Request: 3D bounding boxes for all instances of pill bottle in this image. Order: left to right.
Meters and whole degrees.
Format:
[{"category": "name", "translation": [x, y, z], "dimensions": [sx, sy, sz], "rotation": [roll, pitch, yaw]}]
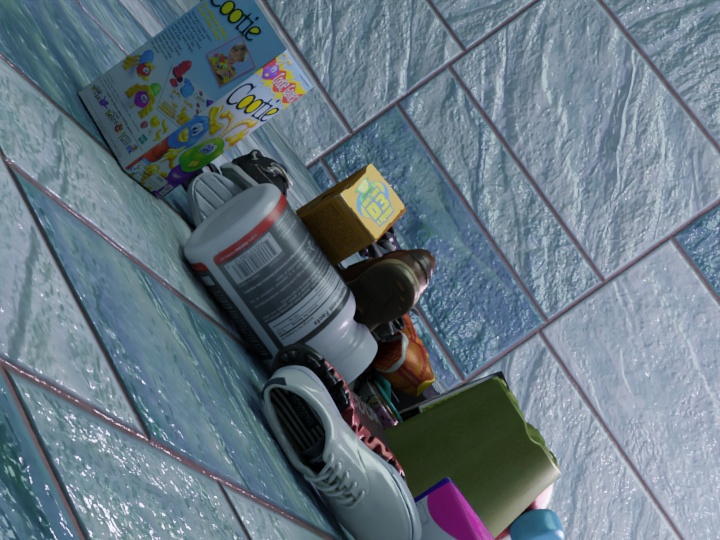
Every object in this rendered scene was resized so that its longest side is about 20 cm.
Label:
[{"category": "pill bottle", "translation": [-0.076, 0.024, 1.505], "dimensions": [0.201, 0.115, 0.116], "rotation": [55, 4, -18]}]

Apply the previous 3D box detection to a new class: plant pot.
[{"category": "plant pot", "translation": [0.101, 0.212, 1.574], "dimensions": [0.201, 0.189, 0.200], "rotation": [54, 5, -7]}]

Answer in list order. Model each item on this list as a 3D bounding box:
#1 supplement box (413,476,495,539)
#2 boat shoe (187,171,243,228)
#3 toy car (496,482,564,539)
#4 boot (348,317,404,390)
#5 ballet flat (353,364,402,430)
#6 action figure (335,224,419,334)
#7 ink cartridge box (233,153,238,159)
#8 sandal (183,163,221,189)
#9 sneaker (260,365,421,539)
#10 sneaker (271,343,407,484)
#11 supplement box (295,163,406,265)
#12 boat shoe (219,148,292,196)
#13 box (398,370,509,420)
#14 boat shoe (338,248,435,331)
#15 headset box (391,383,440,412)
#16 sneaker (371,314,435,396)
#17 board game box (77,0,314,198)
[{"category": "supplement box", "translation": [0.086, 0.294, 1.349], "dimensions": [0.104, 0.101, 0.200], "rotation": [54, 5, -23]}, {"category": "boat shoe", "translation": [-0.129, -0.016, 1.665], "dimensions": [0.201, 0.072, 0.062], "rotation": [55, -30, -5]}, {"category": "toy car", "translation": [0.110, 0.242, 1.744], "dimensions": [0.199, 0.176, 0.186], "rotation": [33, 30, -45]}, {"category": "boot", "translation": [-0.008, 0.089, 1.685], "dimensions": [0.068, 0.130, 0.200], "rotation": [52, 5, -22]}, {"category": "ballet flat", "translation": [0.006, 0.155, 1.746], "dimensions": [0.070, 0.071, 0.200], "rotation": [61, 2, -13]}, {"category": "action figure", "translation": [0.000, 0.000, 1.680], "dimensions": [0.102, 0.119, 0.200], "rotation": [49, -1, -26]}, {"category": "ink cartridge box", "translation": [-0.134, -0.056, 1.958], "dimensions": [0.146, 0.048, 0.200], "rotation": [54, 4, -22]}, {"category": "sandal", "translation": [-0.163, -0.074, 1.781], "dimensions": [0.201, 0.043, 0.076], "rotation": [58, 4, 27]}, {"category": "sneaker", "translation": [-0.025, 0.175, 1.333], "dimensions": [0.201, 0.073, 0.071], "rotation": [50, 19, 7]}, {"category": "sneaker", "translation": [-0.028, 0.142, 1.449], "dimensions": [0.201, 0.070, 0.098], "rotation": [56, 3, -26]}, {"category": "supplement box", "translation": [-0.041, -0.037, 1.563], "dimensions": [0.069, 0.067, 0.200], "rotation": [49, -37, -7]}, {"category": "boat shoe", "translation": [-0.110, -0.100, 1.718], "dimensions": [0.074, 0.060, 0.200], "rotation": [62, -9, -14]}, {"category": "box", "translation": [0.096, 0.164, 1.765], "dimensions": [0.035, 0.109, 0.200], "rotation": [67, -16, 5]}, {"category": "boat shoe", "translation": [0.005, 0.026, 1.581], "dimensions": [0.199, 0.067, 0.072], "rotation": [-23, -78, 48]}, {"category": "headset box", "translation": [0.030, 0.147, 1.956], "dimensions": [0.175, 0.092, 0.200], "rotation": [55, 5, -1]}, {"category": "sneaker", "translation": [0.040, 0.091, 1.785], "dimensions": [0.077, 0.073, 0.200], "rotation": [45, 13, -22]}, {"category": "board game box", "translation": [-0.164, -0.183, 1.525], "dimensions": [0.105, 0.199, 0.103], "rotation": [56, 5, 20]}]
